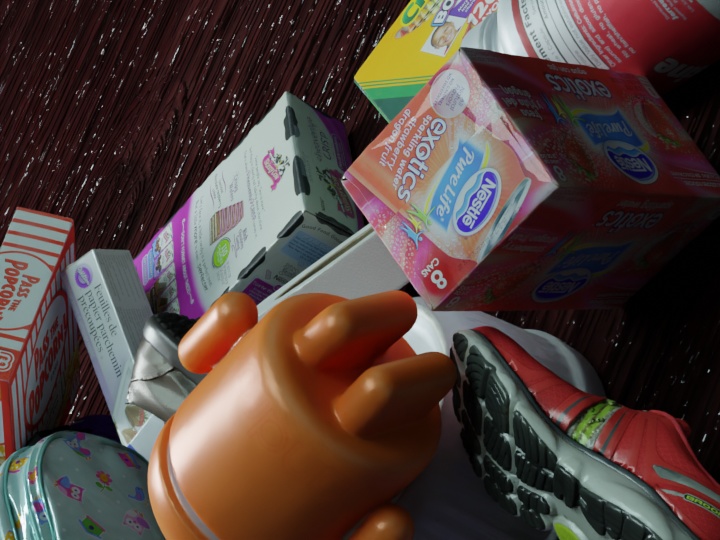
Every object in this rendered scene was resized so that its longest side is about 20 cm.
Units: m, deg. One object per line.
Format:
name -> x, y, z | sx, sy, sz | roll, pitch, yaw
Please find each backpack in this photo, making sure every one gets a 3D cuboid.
backpack -> -0.177, 0.204, 1.407 | 0.126, 0.167, 0.201 | -38, 50, 20

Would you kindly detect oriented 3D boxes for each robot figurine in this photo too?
robot figurine -> -0.037, 0.089, 1.171 | 0.200, 0.143, 0.117 | -46, 17, 36

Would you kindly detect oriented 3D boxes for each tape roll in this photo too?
tape roll -> 0.000, 0.000, 1.385 | 0.202, 0.037, 0.203 | -36, 2, 1

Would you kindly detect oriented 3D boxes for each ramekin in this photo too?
ramekin -> 0.037, 0.110, 1.271 | 0.200, 0.105, 0.201 | -38, 36, 35

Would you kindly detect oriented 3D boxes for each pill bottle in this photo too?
pill bottle -> 0.153, -0.153, 1.307 | 0.200, 0.112, 0.113 | -33, 39, 41

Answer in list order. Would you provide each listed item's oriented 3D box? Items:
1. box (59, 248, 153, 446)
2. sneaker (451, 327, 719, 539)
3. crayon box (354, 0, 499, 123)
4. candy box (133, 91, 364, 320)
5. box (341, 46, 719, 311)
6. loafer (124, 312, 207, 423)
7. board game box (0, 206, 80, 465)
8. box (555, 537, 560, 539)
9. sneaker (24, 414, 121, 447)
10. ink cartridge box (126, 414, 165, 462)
box -> -0.153, 0.082, 1.567 | 0.039, 0.041, 0.201 | -33, 71, 32
sneaker -> 0.122, 0.094, 1.126 | 0.200, 0.085, 0.077 | 43, 145, 34
crayon box -> 0.091, -0.169, 1.470 | 0.200, 0.058, 0.119 | -53, 30, 10
candy box -> -0.084, -0.011, 1.614 | 0.200, 0.061, 0.137 | -45, 34, 28
box -> 0.098, -0.044, 1.195 | 0.103, 0.199, 0.095 | -45, 66, 26
loafer -> -0.072, 0.110, 1.415 | 0.200, 0.073, 0.071 | 42, 109, 26
board game box -> -0.250, 0.077, 1.636 | 0.201, 0.046, 0.152 | 96, -172, -51
box -> 0.085, 0.240, 1.152 | 0.200, 0.036, 0.143 | -53, 30, 17
sneaker -> -0.201, 0.138, 1.626 | 0.070, 0.099, 0.200 | -60, 26, 2
ink cartridge box -> -0.108, 0.137, 1.485 | 0.094, 0.044, 0.200 | 43, 106, 16
